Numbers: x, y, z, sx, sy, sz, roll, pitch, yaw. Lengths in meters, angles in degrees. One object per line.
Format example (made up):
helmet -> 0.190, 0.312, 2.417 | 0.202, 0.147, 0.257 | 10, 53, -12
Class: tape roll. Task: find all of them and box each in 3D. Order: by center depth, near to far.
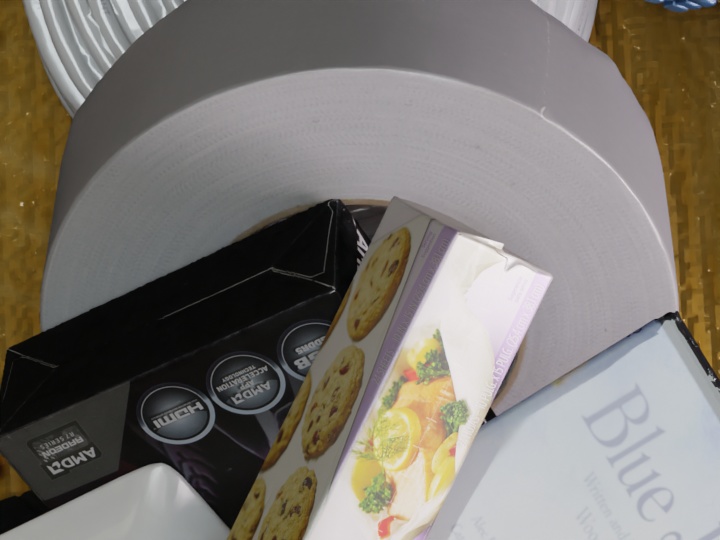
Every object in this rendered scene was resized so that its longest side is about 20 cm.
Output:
tape roll -> 0.000, 0.000, 0.956 | 0.200, 0.066, 0.200 | 0, 128, 0

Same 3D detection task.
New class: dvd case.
dvd case -> 0.045, 0.124, 0.883 | 0.200, 0.018, 0.143 | -32, 83, 7

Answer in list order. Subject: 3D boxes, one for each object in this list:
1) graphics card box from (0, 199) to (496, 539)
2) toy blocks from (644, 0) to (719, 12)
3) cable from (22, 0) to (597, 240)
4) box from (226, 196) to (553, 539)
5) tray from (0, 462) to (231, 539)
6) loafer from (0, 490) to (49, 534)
graphics card box -> -0.010, 0.081, 0.947 | 0.125, 0.051, 0.200 | -23, 123, 19
toy blocks -> 0.131, -0.143, 0.989 | 0.200, 0.100, 0.137 | 17, 82, -23
cable -> -0.016, -0.109, 1.018 | 0.200, 0.069, 0.200 | -39, 86, -1
box -> -0.010, 0.078, 0.857 | 0.039, 0.041, 0.200 | 24, 95, -31
tray -> -0.048, 0.149, 0.958 | 0.107, 0.022, 0.200 | -27, 123, 21
loafer -> -0.128, 0.129, 1.016 | 0.200, 0.073, 0.072 | -20, 115, -4
